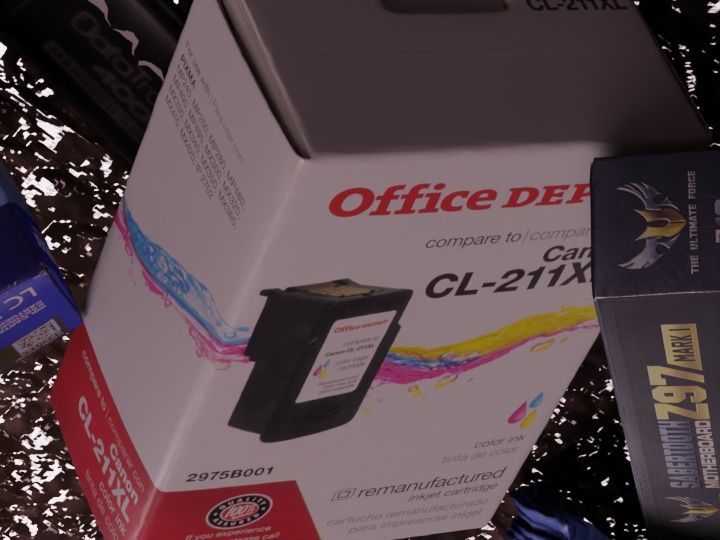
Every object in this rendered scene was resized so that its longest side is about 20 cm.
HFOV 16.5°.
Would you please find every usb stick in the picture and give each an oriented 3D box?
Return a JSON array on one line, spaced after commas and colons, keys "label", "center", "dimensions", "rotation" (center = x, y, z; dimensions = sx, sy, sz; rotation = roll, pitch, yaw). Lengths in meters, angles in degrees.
[{"label": "usb stick", "center": [-0.076, -0.069, 0.839], "dimensions": [0.055, 0.033, 0.200], "rotation": [-32, 114, 28]}]

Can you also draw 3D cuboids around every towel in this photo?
[{"label": "towel", "center": [0.149, 0.131, 0.882], "dimensions": [0.200, 0.024, 0.145], "rotation": [26, 177, -5]}]

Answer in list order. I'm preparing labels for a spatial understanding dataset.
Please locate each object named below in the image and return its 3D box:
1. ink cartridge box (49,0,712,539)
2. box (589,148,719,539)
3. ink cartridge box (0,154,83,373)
[{"label": "ink cartridge box", "center": [0.000, 0.000, 0.792], "dimensions": [0.145, 0.083, 0.200], "rotation": [-5, 141, -28]}, {"label": "box", "center": [0.157, 0.027, 0.766], "dimensions": [0.157, 0.051, 0.200], "rotation": [-4, 152, 10]}, {"label": "ink cartridge box", "center": [-0.180, -0.016, 0.788], "dimensions": [0.200, 0.136, 0.076], "rotation": [60, 176, 13]}]
